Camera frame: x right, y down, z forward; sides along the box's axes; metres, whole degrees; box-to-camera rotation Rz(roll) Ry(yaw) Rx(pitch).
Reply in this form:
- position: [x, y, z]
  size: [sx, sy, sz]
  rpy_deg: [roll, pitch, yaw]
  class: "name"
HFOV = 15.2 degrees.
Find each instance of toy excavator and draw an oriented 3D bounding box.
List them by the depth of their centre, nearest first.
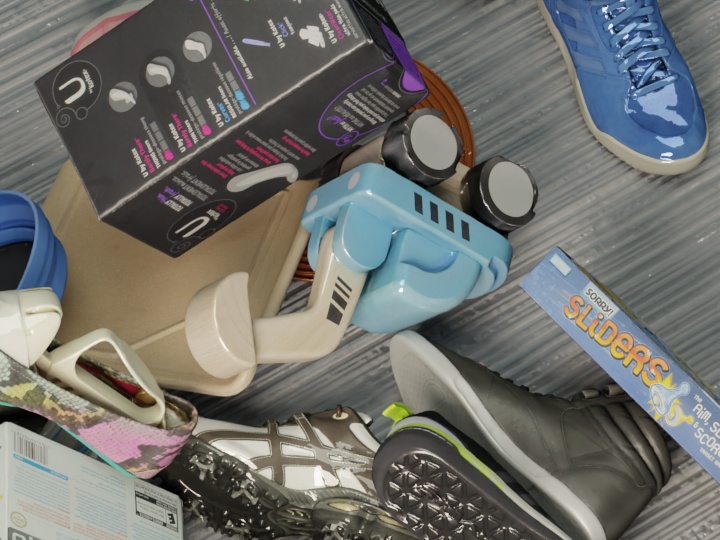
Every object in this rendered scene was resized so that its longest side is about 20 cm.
- position: [0.000, 0.000, 1.655]
  size: [0.194, 0.100, 0.201]
  rpy_deg: [28, 59, -25]
  class: "toy excavator"

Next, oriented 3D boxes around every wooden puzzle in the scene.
- position: [-0.132, 0.004, 1.720]
  size: [0.198, 0.037, 0.186]
  rpy_deg: [4, 47, 20]
  class: "wooden puzzle"

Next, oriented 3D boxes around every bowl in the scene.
- position: [-0.261, 0.039, 1.660]
  size: [0.200, 0.039, 0.201]
  rpy_deg: [-32, 32, 23]
  class: "bowl"

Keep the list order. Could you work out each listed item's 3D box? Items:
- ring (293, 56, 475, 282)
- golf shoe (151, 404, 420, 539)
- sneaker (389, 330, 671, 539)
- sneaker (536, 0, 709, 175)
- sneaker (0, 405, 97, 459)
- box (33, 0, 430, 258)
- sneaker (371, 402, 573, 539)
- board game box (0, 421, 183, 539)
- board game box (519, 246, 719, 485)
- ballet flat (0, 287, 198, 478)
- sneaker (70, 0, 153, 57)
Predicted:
- position: [-0.022, -0.080, 1.804]
  size: [0.199, 0.019, 0.202]
  rpy_deg: [-1, 58, 1]
  class: "ring"
- position: [-0.042, 0.121, 1.648]
  size: [0.199, 0.078, 0.095]
  rpy_deg: [24, 54, 6]
  class: "golf shoe"
- position: [0.109, 0.093, 1.663]
  size: [0.099, 0.071, 0.200]
  rpy_deg: [-30, 57, -29]
  class: "sneaker"
- position: [0.174, -0.165, 1.795]
  size: [0.076, 0.112, 0.201]
  rpy_deg: [-18, 58, -9]
  class: "sneaker"
- position: [-0.251, 0.123, 1.642]
  size: [0.200, 0.087, 0.075]
  rpy_deg: [-38, 65, -19]
  class: "sneaker"
- position: [-0.077, -0.112, 1.646]
  size: [0.199, 0.122, 0.107]
  rpy_deg: [-32, 69, 10]
  class: "box"
- position: [0.089, 0.152, 1.594]
  size: [0.072, 0.083, 0.200]
  rpy_deg: [-39, 99, 21]
  class: "sneaker"
- position: [-0.168, 0.207, 1.545]
  size: [0.064, 0.147, 0.201]
  rpy_deg: [-30, 49, 32]
  class: "board game box"
- position: [0.192, 0.077, 1.625]
  size: [0.034, 0.135, 0.200]
  rpy_deg: [-47, 64, 5]
  class: "board game box"
- position: [-0.176, 0.053, 1.550]
  size: [0.071, 0.199, 0.069]
  rpy_deg: [-45, 32, 22]
  class: "ballet flat"
- position: [-0.111, -0.122, 1.774]
  size: [0.199, 0.076, 0.105]
  rpy_deg: [1, 40, 18]
  class: "sneaker"
